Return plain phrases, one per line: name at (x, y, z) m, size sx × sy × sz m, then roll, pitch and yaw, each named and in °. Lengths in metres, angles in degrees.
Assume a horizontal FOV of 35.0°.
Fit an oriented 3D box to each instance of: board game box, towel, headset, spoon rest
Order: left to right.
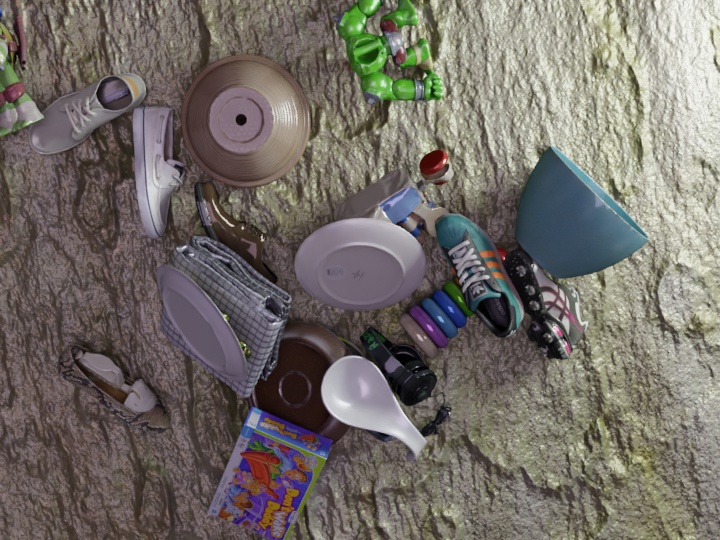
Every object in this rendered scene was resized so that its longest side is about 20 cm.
towel at (-0.197, 0.064, 1.696) m, size 0.199 × 0.085 × 0.166 m, roll 34°, pitch 127°, yaw 17°
board game box at (-0.140, 0.316, 1.747) m, size 0.134 × 0.045 × 0.201 m, roll 23°, pitch 123°, yaw -2°
spoon rest at (0.025, 0.208, 1.689) m, size 0.200 × 0.061 × 0.100 m, roll 42°, pitch 72°, yaw -17°
headset at (0.065, 0.171, 1.743) m, size 0.094 × 0.124 × 0.200 m, roll -46°, pitch 114°, yaw 4°

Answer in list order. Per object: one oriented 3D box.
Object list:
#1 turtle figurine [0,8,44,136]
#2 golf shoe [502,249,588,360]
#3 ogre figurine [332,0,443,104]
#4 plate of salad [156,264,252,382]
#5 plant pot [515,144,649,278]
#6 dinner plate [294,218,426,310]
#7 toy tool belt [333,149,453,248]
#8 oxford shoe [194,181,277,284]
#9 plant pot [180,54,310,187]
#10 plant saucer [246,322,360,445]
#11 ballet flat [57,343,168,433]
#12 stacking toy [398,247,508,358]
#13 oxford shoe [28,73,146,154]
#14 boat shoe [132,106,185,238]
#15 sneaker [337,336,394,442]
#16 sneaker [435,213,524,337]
turtle figurine at (-0.564, -0.288, 1.673) m, size 0.143 × 0.200 × 0.195 m, roll -18°, pitch 105°, yaw 17°
golf shoe at (0.280, 0.040, 1.737) m, size 0.088 × 0.077 × 0.201 m, roll -40°, pitch 119°, yaw -24°
ogre figurine at (0.036, -0.336, 1.701) m, size 0.119 × 0.098 × 0.201 m, roll -22°, pitch 107°, yaw -9°
plate of salad at (-0.218, 0.071, 1.613) m, size 0.048 × 0.200 × 0.201 m, roll -37°, pitch 95°, yaw -26°
plant pot at (0.308, -0.067, 1.684) m, size 0.200 × 0.200 × 0.135 m, roll 41°, pitch 104°, yaw -4°
dinner plate at (0.000, 0.000, 1.708) m, size 0.198 × 0.024 × 0.201 m, roll 1°, pitch 136°, yaw 1°
toy tool belt at (0.068, -0.085, 1.728) m, size 0.199 × 0.125 × 0.123 m, roll -32°, pitch 126°, yaw 6°
oxford shoe at (-0.189, -0.055, 1.744) m, size 0.084 × 0.073 × 0.201 m, roll -28°, pitch 107°, yaw 0°
plant pot at (-0.176, -0.225, 1.713) m, size 0.199 × 0.093 × 0.203 m, roll 0°, pitch 95°, yaw 1°
plant saucer at (-0.096, 0.180, 1.745) m, size 0.199 × 0.032 × 0.202 m, roll 0°, pitch 90°, yaw 25°
ballet flat at (-0.376, 0.179, 1.759) m, size 0.199 × 0.068 × 0.075 m, roll 33°, pitch 132°, yaw -1°
stacking toy at (0.157, 0.042, 1.748) m, size 0.200 × 0.085 × 0.085 m, roll -41°, pitch 94°, yaw 0°
oxford shoe at (-0.419, -0.241, 1.729) m, size 0.199 × 0.058 × 0.076 m, roll -27°, pitch 98°, yaw 4°
boat shoe at (-0.302, -0.150, 1.735) m, size 0.069 × 0.071 × 0.202 m, roll -4°, pitch 89°, yaw 3°
sneaker at (-0.001, 0.183, 1.758) m, size 0.074 × 0.081 × 0.200 m, roll -41°, pitch 95°, yaw 3°
sneaker at (0.174, 0.009, 1.668) m, size 0.071 × 0.080 × 0.201 m, roll -32°, pitch 98°, yaw 22°
